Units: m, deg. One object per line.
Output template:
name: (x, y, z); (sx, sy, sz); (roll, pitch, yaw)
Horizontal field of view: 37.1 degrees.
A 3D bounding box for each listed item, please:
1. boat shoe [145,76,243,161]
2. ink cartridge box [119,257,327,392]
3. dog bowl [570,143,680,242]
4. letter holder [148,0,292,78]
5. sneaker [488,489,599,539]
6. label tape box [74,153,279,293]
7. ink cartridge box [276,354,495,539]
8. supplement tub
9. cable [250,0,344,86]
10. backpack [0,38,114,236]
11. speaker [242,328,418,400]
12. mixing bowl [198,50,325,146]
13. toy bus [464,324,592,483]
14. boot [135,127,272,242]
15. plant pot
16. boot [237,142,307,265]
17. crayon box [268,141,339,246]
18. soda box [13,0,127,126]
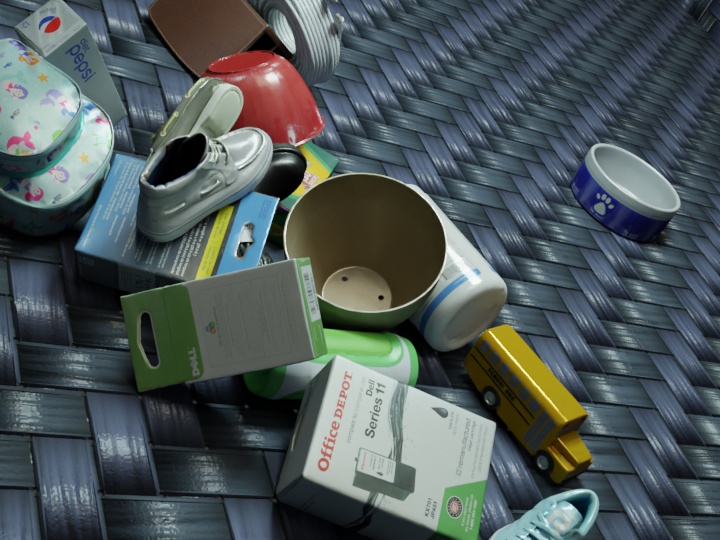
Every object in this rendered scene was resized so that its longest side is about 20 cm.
boat shoe: (-0.231, -0.161, 1.373); (0.060, 0.203, 0.072); (28, -14, 29)
ink cartridge box: (-0.142, 0.057, 1.121); (0.059, 0.197, 0.106); (-11, 89, -78)
dog bowl: (0.500, -0.147, 2.029); (0.198, 0.079, 0.201); (22, 33, -15)
letter holder: (-0.232, -0.382, 1.732); (0.200, 0.142, 0.101); (49, 4, 26)
sneaker: (0.199, 0.288, 1.177); (0.074, 0.083, 0.199); (42, 33, 19)
label tape box: (-0.206, -0.037, 1.221); (0.197, 0.064, 0.146); (16, 55, -1)
ink cartridge box: (0.029, 0.198, 1.116); (0.198, 0.083, 0.148); (23, 56, -12)
supplement tub: (0.091, -0.004, 1.440); (0.131, 0.133, 0.201); (-6, 47, -44)
cable: (-0.107, -0.397, 1.757); (0.069, 0.201, 0.200); (-30, 56, -22)
backpack: (-0.381, -0.147, 1.217); (0.199, 0.151, 0.178); (36, 58, -4)
speaker: (-0.033, 0.108, 1.227); (0.198, 0.089, 0.089); (7, 39, -34)
mixing bowl: (-0.153, -0.237, 1.485); (0.197, 0.110, 0.201); (-8, 26, 4)
toy bus: (0.218, 0.168, 1.360); (0.065, 0.079, 0.201); (-8, 49, -45)
boot: (-0.166, -0.118, 1.185); (0.073, 0.096, 0.200); (36, 57, 14)
plant pot: (0.000, 0.000, 1.330); (0.197, 0.135, 0.203); (3, 57, -5)
boot: (-0.131, -0.055, 1.320); (0.209, 0.080, 0.158); (-30, 54, -12)
crayon box: (-0.116, -0.126, 1.501); (0.118, 0.059, 0.201); (30, 32, -1)
soda box: (-0.357, -0.244, 1.336); (0.068, 0.201, 0.063); (-42, 71, -15)
